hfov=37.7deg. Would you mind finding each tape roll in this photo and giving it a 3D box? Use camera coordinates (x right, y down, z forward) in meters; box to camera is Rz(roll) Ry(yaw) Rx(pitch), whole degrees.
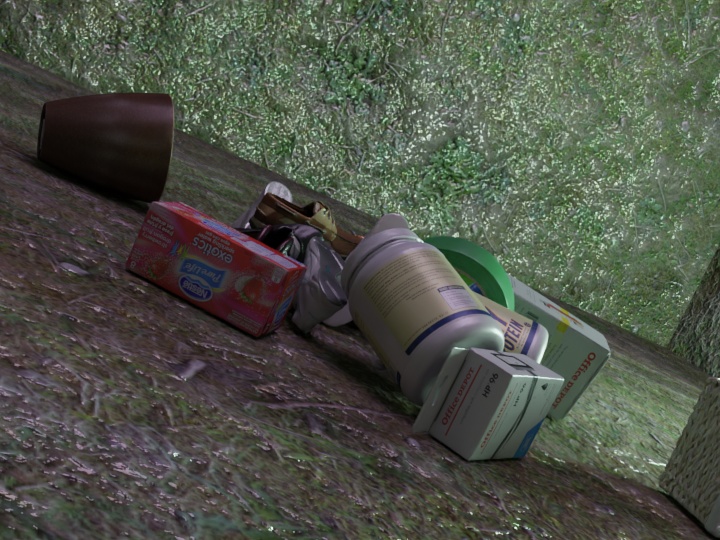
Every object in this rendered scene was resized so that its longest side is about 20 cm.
[{"bbox_3d":[0.131,0.049,1.594,0.199,0.202,0.048,27,31,8],"label":"tape roll"}]

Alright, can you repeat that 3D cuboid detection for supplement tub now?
[{"bbox_3d":[0.150,0.105,1.499,0.199,0.146,0.145,26,8,5],"label":"supplement tub"},{"bbox_3d":[0.074,0.057,1.347,0.144,0.145,0.200,17,29,-48],"label":"supplement tub"}]

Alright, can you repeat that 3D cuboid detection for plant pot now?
[{"bbox_3d":[-0.428,-0.215,1.750,0.198,0.189,0.187,6,15,-23],"label":"plant pot"}]

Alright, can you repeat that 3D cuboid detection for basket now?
[{"bbox_3d":[0.566,0.280,1.485,0.199,0.200,0.161,22,6,-18],"label":"basket"}]

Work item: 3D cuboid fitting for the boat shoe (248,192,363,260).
[{"bbox_3d":[-0.074,-0.070,1.662,0.199,0.074,0.076,15,15,-27],"label":"boat shoe"}]

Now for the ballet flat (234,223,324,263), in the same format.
[{"bbox_3d":[-0.153,-0.031,1.587,0.198,0.069,0.068,-3,17,-2],"label":"ballet flat"}]

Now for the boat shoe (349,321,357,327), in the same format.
[{"bbox_3d":[0.033,0.056,1.713,0.075,0.075,0.202,29,9,37],"label":"boat shoe"}]

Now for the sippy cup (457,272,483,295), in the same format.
[{"bbox_3d":[0.189,0.079,1.781,0.129,0.179,0.140,-16,11,1],"label":"sippy cup"}]

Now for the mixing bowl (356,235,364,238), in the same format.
[{"bbox_3d":[0.012,0.007,1.853,0.199,0.109,0.200,24,7,-3],"label":"mixing bowl"}]

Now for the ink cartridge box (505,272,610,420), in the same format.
[{"bbox_3d":[0.272,0.122,1.679,0.199,0.146,0.083,32,18,-5],"label":"ink cartridge box"}]

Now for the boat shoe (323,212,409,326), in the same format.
[{"bbox_3d":[0.000,0.000,1.591,0.072,0.201,0.069,31,-12,-4],"label":"boat shoe"}]

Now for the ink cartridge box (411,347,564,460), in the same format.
[{"bbox_3d":[0.154,0.160,1.254,0.068,0.117,0.199,31,11,32],"label":"ink cartridge box"}]

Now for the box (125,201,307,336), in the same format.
[{"bbox_3d":[-0.181,-0.004,1.337,0.199,0.096,0.100,27,7,9],"label":"box"}]

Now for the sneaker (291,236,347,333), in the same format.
[{"bbox_3d":[-0.066,0.016,1.487,0.070,0.080,0.201,41,19,-16],"label":"sneaker"}]

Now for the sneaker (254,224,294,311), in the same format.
[{"bbox_3d":[-0.113,-0.008,1.503,0.075,0.116,0.200,27,8,13],"label":"sneaker"}]

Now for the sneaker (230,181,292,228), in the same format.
[{"bbox_3d":[-0.177,-0.045,1.722,0.073,0.116,0.201,35,41,-14],"label":"sneaker"}]
